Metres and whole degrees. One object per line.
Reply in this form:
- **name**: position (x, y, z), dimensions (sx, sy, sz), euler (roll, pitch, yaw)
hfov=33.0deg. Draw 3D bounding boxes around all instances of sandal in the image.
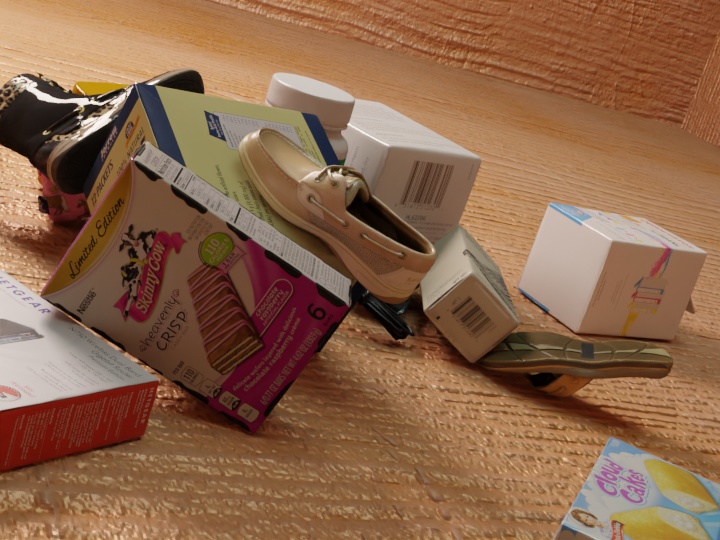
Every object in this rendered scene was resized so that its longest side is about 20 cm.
- **sandal**: position (0.215, 0.101, 1.236), dimensions (0.199, 0.054, 0.080), euler (3, 19, 14)

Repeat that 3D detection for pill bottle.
- **pill bottle**: position (-0.079, -0.108, 1.343), dimensions (0.113, 0.201, 0.113), euler (17, 18, -5)

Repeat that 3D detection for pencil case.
- **pencil case**: position (-0.232, -0.099, 1.259), dimensions (0.199, 0.083, 0.087), euler (-5, 17, -2)

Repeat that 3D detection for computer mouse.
- **computer mouse**: position (0.000, 0.000, 1.308), dimensions (0.140, 0.046, 0.200), euler (43, 20, -12)

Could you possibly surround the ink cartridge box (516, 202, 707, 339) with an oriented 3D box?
- **ink cartridge box**: position (0.328, 0.003, 1.547), dimensions (0.199, 0.126, 0.129), euler (5, 21, -35)

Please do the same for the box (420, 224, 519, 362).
- **box**: position (0.114, 0.021, 1.319), dimensions (0.082, 0.068, 0.200), euler (47, 12, -13)

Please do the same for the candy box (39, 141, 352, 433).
- **candy box**: position (-0.124, 0.014, 0.942), dimensions (0.200, 0.137, 0.061), euler (34, 16, -10)

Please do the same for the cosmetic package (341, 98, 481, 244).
- **cosmetic package**: position (0.004, -0.105, 1.478), dimensions (0.167, 0.167, 0.200), euler (2, 24, -43)

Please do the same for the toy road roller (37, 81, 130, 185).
- **toy road roller**: position (-0.247, -0.123, 1.365), dimensions (0.146, 0.123, 0.200), euler (42, 26, 29)

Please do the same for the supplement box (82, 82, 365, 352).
- **supplement box**: position (-0.120, -0.044, 1.112), dimensions (0.199, 0.134, 0.200), euler (5, 45, -36)

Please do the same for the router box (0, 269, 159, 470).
- **router box**: position (-0.277, 0.066, 0.866), dimensions (0.200, 0.049, 0.179), euler (29, 20, 30)

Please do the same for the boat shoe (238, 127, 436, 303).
- **boat shoe**: position (-0.018, -0.060, 1.042), dimensions (0.200, 0.065, 0.072), euler (44, 36, 9)

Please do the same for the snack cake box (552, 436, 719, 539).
- **snack cake box**: position (0.211, 0.204, 0.911), dimensions (0.115, 0.067, 0.200), euler (24, 18, 15)

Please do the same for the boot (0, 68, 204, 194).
- **boot**: position (-0.270, -0.161, 1.217), dimensions (0.150, 0.073, 0.200), euler (25, 52, 31)
